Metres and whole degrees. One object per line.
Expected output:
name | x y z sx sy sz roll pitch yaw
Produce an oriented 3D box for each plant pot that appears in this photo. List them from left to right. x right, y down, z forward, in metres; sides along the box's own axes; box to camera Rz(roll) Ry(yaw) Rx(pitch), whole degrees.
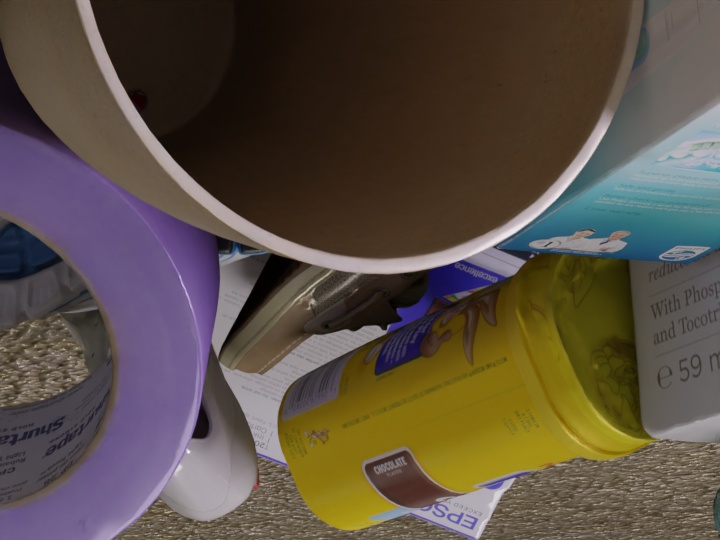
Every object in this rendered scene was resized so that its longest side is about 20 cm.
plant pot | -0.042 -0.094 0.621 0.186 0.189 0.200 7 177 -28

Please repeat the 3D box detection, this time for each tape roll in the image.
tape roll | -0.157 0.017 0.758 0.198 0.202 0.085 -3 -155 3

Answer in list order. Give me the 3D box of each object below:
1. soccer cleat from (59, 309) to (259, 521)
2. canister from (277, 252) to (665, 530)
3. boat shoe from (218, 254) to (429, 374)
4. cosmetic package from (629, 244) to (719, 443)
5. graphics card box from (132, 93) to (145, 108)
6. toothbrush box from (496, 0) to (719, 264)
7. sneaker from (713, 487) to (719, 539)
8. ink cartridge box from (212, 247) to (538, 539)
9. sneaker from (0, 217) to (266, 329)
soccer cleat | -0.104 0.026 0.898 0.069 0.201 0.078 -31 148 1
canister | 0.072 0.043 0.839 0.148 0.087 0.199 -22 177 -40
boat shoe | 0.000 0.000 0.890 0.065 0.072 0.200 35 134 -11
cosmetic package | 0.209 -0.045 0.720 0.165 0.202 0.167 6 162 -27
graphics card box | -0.181 -0.059 0.893 0.199 0.051 0.125 -15 159 34
toothbrush box | 0.116 -0.101 0.620 0.085 0.148 0.200 4 162 -21
sneaker | 0.223 0.093 0.701 0.199 0.078 0.086 -11 158 30
ink cartridge box | 0.008 0.037 1.002 0.197 0.044 0.201 22 132 -3
sneaker | -0.082 -0.028 0.840 0.198 0.076 0.087 -16 171 11
